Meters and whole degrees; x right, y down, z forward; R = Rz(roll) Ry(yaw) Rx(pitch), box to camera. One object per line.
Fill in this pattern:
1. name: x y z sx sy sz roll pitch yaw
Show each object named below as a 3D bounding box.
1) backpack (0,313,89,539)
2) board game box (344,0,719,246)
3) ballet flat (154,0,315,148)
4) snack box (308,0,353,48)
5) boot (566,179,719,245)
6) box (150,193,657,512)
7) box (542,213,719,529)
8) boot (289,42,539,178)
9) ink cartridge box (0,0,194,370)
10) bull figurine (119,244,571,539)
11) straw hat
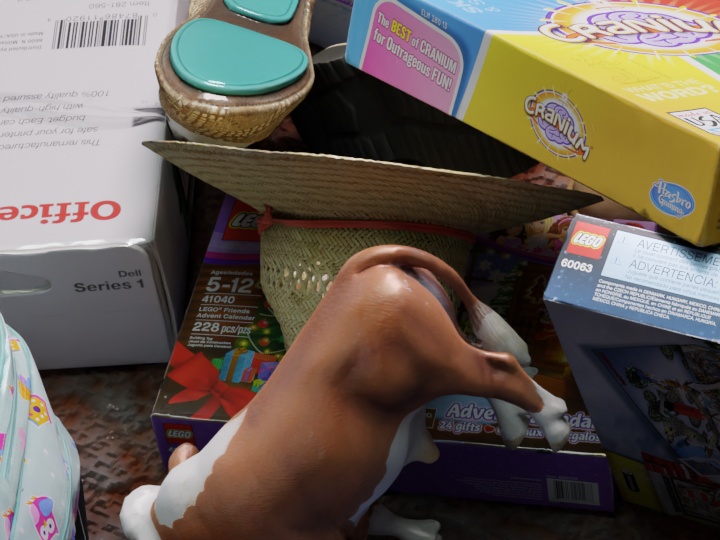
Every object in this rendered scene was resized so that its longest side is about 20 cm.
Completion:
1. backpack: -0.178 0.103 1.167 0.166 0.127 0.201 -5 43 8
2. board game box: 0.115 -0.074 1.133 0.153 0.041 0.200 -11 30 -41
3. ballet flat: -0.055 -0.087 1.302 0.070 0.066 0.200 19 25 0
4. snack box: 0.000 -0.209 1.476 0.168 0.068 0.200 25 57 28
5. boot: 0.167 -0.107 1.259 0.174 0.200 0.066 -17 49 -7
6. box: 0.022 0.032 1.263 0.199 0.039 0.137 4 47 13
7. box: 0.154 0.053 1.111 0.136 0.200 0.038 14 68 20
8. boot: 0.067 -0.105 1.318 0.138 0.078 0.200 -32 21 -26
9. ink cartridge box: -0.152 -0.051 1.336 0.145 0.085 0.201 -3 47 6
10. bull figurine: -0.009 0.078 1.156 0.121 0.200 0.065 28 32 -14
11. straw hat: 0.000 0.000 1.203 0.200 0.201 0.086 6 90 14
